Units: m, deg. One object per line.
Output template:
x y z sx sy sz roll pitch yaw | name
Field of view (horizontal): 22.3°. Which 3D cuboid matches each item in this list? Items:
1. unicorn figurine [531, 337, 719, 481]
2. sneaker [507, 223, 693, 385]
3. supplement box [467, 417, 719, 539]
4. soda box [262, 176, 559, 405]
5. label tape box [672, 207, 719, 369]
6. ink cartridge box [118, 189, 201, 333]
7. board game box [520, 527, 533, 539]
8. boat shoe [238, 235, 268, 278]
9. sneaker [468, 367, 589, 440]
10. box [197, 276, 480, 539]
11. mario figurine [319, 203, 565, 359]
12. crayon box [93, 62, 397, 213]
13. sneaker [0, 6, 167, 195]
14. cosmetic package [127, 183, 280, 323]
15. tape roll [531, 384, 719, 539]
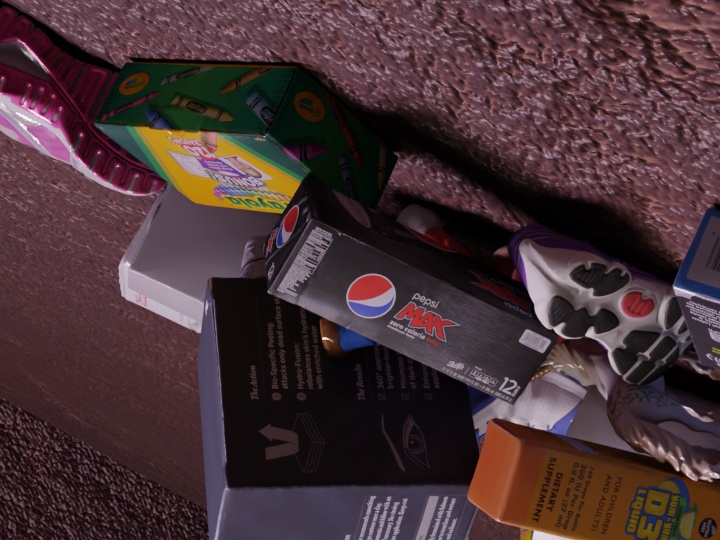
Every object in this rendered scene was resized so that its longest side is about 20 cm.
0.212 0.092 1.391 0.137 0.074 0.200 15 -172 -6 | unicorn figurine
0.177 0.014 1.295 0.200 0.081 0.084 32 -164 -45 | sneaker
0.184 0.165 1.333 0.199 0.067 0.069 14 -176 -21 | supplement box
0.034 0.015 1.252 0.199 0.063 0.071 26 -158 -19 | soda box
0.294 0.045 1.190 0.144 0.064 0.200 18 163 25 | label tape box
-0.115 0.017 1.685 0.199 0.084 0.145 25 165 0 | ink cartridge box
0.204 0.244 1.812 0.095 0.030 0.200 28 -154 -11 | board game box
0.000 0.000 1.497 0.199 0.067 0.074 8 138 -12 | boat shoe
0.112 0.125 1.633 0.199 0.116 0.081 28 165 -10 | sneaker
-0.021 0.116 1.419 0.199 0.197 0.118 1 141 -11 | box
0.072 0.025 1.374 0.199 0.106 0.124 0 129 6 | mario figurine
-0.085 -0.095 1.321 0.199 0.058 0.119 8 157 46 | crayon box
-0.232 -0.128 1.417 0.200 0.082 0.088 38 163 -15 | sneaker
-0.092 0.004 1.571 0.199 0.107 0.090 26 165 1 | cosmetic package
0.240 0.196 1.512 0.139 0.203 0.203 20 164 20 | tape roll
